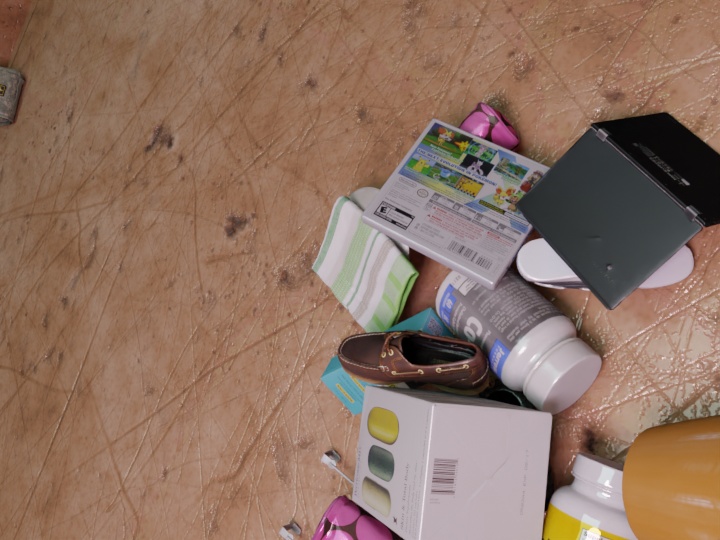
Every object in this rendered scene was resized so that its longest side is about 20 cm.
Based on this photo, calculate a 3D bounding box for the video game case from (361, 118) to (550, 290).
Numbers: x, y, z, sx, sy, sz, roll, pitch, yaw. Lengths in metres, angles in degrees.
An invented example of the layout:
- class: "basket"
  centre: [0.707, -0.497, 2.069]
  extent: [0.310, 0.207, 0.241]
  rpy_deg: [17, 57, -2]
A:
- class: "video game case"
  centre: [0.131, -0.093, 0.913]
  extent: [0.200, 0.022, 0.182]
  rpy_deg: [29, 72, 23]

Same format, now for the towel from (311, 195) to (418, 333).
- class: "towel"
  centre: [0.000, 0.000, 1.043]
  extent: [0.200, 0.031, 0.149]
  rpy_deg: [49, 132, 39]

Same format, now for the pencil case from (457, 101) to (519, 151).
- class: "pencil case"
  centre: [0.146, -0.138, 1.011]
  extent: [0.200, 0.094, 0.091]
  rpy_deg: [-53, 6, 14]

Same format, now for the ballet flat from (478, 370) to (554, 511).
- class: "ballet flat"
  centre: [0.190, 0.204, 0.879]
  extent: [0.066, 0.057, 0.200]
  rpy_deg: [-36, 52, 28]

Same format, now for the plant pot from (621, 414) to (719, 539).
- class: "plant pot"
  centre: [0.362, 0.216, 0.663]
  extent: [0.183, 0.200, 0.201]
  rpy_deg: [-13, 67, 53]

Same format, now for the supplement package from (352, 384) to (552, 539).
- class: "supplement package"
  centre: [0.099, 0.224, 0.827]
  extent: [0.200, 0.150, 0.152]
  rpy_deg: [171, 107, -70]

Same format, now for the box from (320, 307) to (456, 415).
- class: "box"
  centre: [0.043, 0.132, 0.988]
  extent: [0.200, 0.082, 0.049]
  rpy_deg: [-31, 17, 36]

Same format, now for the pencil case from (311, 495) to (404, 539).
- class: "pencil case"
  centre: [0.027, 0.377, 0.881]
  extent: [0.200, 0.091, 0.094]
  rpy_deg: [34, 96, 17]

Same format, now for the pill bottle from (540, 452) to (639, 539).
- class: "pill bottle"
  centre: [0.249, 0.308, 0.762]
  extent: [0.112, 0.112, 0.200]
  rpy_deg: [15, 85, 41]

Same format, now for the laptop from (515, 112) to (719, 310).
- class: "laptop"
  centre: [0.330, -0.079, 0.830]
  extent: [0.187, 0.200, 0.116]
  rpy_deg: [57, 149, 35]

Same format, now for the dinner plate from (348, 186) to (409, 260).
- class: "dinner plate"
  centre: [0.006, -0.027, 1.078]
  extent: [0.200, 0.024, 0.201]
  rpy_deg: [11, 104, 53]

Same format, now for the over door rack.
- class: "over door rack"
  centre: [-0.031, 0.375, 0.999]
  extent: [0.200, 0.067, 0.148]
  rpy_deg: [34, 97, 40]

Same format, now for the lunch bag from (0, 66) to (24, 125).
- class: "lunch bag"
  centre: [-1.140, -0.538, 2.155]
  extent: [0.200, 0.118, 0.164]
  rpy_deg: [4, 75, 11]

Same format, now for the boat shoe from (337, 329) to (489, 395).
- class: "boat shoe"
  centre: [0.061, 0.103, 0.874]
  extent: [0.200, 0.070, 0.070]
  rpy_deg: [3, 54, 22]

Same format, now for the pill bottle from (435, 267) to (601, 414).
- class: "pill bottle"
  centre: [0.195, 0.077, 0.880]
  extent: [0.114, 0.114, 0.200]
  rpy_deg: [-53, 50, 13]

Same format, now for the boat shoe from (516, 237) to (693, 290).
- class: "boat shoe"
  centre: [0.294, -0.006, 0.859]
  extent: [0.200, 0.068, 0.072]
  rpy_deg: [-4, 77, 15]
